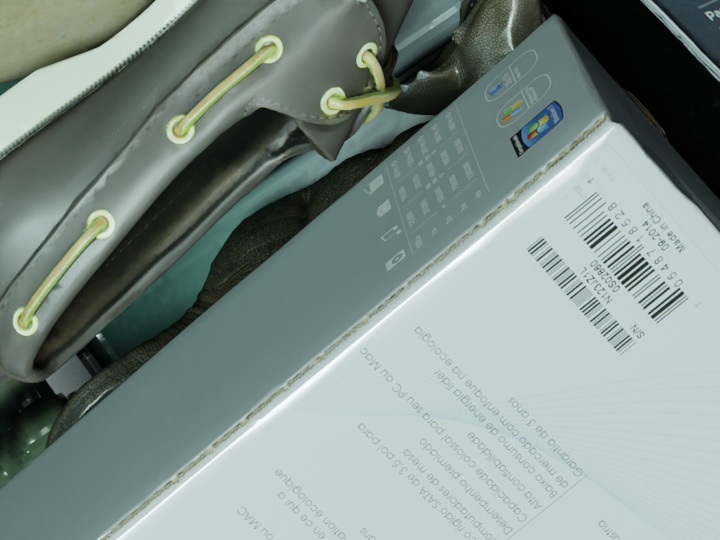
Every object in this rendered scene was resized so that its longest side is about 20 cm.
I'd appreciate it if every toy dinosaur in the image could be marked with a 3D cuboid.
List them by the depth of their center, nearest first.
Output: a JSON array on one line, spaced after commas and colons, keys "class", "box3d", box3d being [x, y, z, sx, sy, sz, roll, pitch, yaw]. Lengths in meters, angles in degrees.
[{"class": "toy dinosaur", "box3d": [0.000, 0.000, 0.798, 0.077, 0.102, 0.200, 41, 106, -21]}]

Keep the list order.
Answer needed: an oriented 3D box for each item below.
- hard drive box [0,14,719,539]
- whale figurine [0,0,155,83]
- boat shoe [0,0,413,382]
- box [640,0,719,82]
[{"class": "hard drive box", "box3d": [0.027, 0.064, 0.730, 0.200, 0.077, 0.156, -39, 113, 10]}, {"class": "whale figurine", "box3d": [-0.077, -0.132, 0.729, 0.200, 0.159, 0.104, -37, 66, 23]}, {"class": "boat shoe", "box3d": [-0.027, -0.050, 0.760, 0.201, 0.072, 0.061, -37, 78, 3]}, {"class": "box", "box3d": [0.121, -0.163, 0.685, 0.196, 0.124, 0.201, 41, 56, -18]}]
